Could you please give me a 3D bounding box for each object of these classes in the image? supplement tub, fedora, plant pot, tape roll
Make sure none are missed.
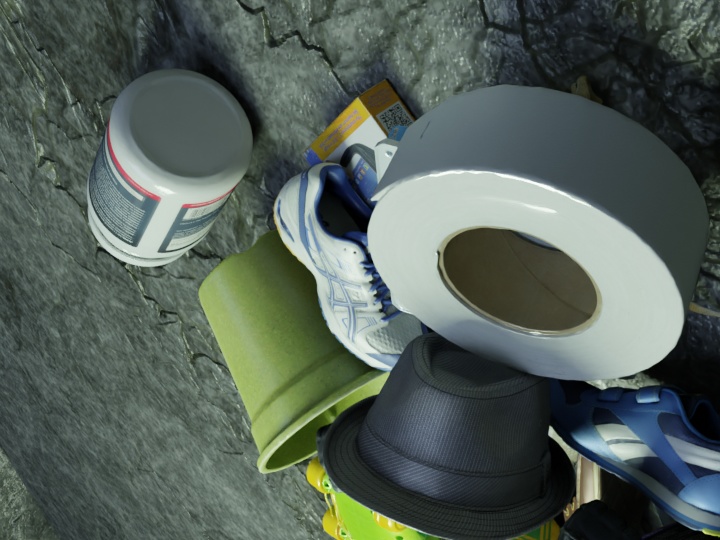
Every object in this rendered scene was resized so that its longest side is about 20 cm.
[{"bbox_3d":[-0.201,-0.099,1.077,0.141,0.140,0.200,51,147,3],"label":"supplement tub"},{"bbox_3d":[0.072,0.101,0.744,0.176,0.200,0.091,21,107,27],"label":"fedora"},{"bbox_3d":[-0.059,0.065,1.034,0.185,0.200,0.201,57,150,16],"label":"plant pot"},{"bbox_3d":[0.107,-0.018,0.654,0.201,0.071,0.203,20,149,12],"label":"tape roll"}]

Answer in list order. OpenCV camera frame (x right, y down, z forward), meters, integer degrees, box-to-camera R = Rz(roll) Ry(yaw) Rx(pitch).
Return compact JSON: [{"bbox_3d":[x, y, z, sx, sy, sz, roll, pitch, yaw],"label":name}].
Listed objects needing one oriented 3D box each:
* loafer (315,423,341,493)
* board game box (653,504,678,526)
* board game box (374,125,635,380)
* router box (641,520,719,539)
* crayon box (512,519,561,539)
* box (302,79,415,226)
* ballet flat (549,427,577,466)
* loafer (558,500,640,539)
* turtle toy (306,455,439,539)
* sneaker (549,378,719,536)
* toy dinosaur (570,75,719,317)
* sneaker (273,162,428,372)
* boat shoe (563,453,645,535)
[{"bbox_3d":[0.034,0.182,1.011,0.068,0.200,0.071,-20,69,36],"label":"loafer"},{"bbox_3d":[0.324,0.209,0.796,0.199,0.041,0.201,-2,120,52],"label":"board game box"},{"bbox_3d":[0.112,-0.009,0.757,0.199,0.026,0.200,17,147,17],"label":"board game box"},{"bbox_3d":[0.272,0.288,0.752,0.157,0.052,0.201,114,133,-82],"label":"router box"},{"bbox_3d":[0.177,0.291,0.974,0.200,0.051,0.126,-125,13,-66],"label":"crayon box"},{"bbox_3d":[0.041,-0.051,0.910,0.200,0.041,0.119,55,148,0],"label":"box"},{"bbox_3d":[0.141,0.189,0.954,0.200,0.067,0.063,-38,47,44],"label":"ballet flat"},{"bbox_3d":[0.167,0.237,0.783,0.068,0.070,0.201,40,162,33],"label":"loafer"},{"bbox_3d":[0.033,0.269,1.169,0.145,0.101,0.201,20,136,43],"label":"turtle toy"},{"bbox_3d":[0.215,0.115,0.778,0.200,0.074,0.083,30,108,43],"label":"sneaker"},{"bbox_3d":[0.172,-0.032,0.744,0.101,0.058,0.201,-16,107,55],"label":"toy dinosaur"},{"bbox_3d":[0.000,0.000,0.907,0.200,0.075,0.088,53,149,-1],"label":"sneaker"},{"bbox_3d":[0.207,0.213,0.921,0.067,0.072,0.201,18,137,39],"label":"boat shoe"}]
